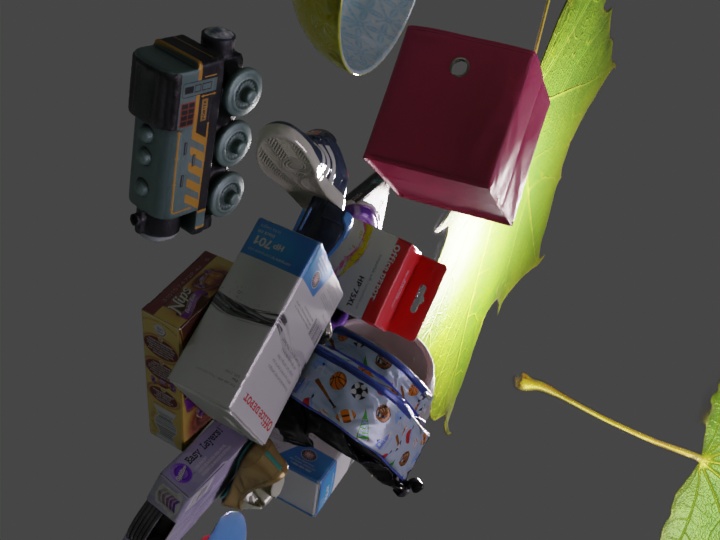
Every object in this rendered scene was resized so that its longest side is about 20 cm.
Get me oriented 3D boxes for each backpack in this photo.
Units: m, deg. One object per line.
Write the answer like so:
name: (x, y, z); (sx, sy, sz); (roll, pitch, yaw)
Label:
backpack: (-0.010, 0.160, 1.187); (0.156, 0.198, 0.190); (-65, 152, -10)

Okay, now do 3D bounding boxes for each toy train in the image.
toy train: (-0.159, -0.120, 0.891); (0.113, 0.085, 0.202); (-25, 139, -46)

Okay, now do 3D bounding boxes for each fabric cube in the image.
fabric cube: (0.143, -0.204, 1.414); (0.202, 0.194, 0.200); (-70, 160, -6)

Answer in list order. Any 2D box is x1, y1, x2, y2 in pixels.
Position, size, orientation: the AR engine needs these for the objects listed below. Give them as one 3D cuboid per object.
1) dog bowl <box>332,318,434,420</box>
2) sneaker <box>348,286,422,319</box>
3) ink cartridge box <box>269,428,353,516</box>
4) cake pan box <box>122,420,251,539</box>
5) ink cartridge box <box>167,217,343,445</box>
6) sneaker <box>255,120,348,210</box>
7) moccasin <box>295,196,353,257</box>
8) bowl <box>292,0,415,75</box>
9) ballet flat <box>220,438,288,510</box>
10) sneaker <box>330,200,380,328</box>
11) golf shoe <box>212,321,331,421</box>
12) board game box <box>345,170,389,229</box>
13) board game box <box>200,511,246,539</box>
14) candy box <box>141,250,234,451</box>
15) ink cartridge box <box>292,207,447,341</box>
dog bowl: (0.016, 0.147, 1.411); (0.200, 0.198, 0.059); (-45, 155, -47)
sneaker: (0.032, 0.045, 1.597); (0.200, 0.074, 0.079); (-46, -173, 27)
ink cartridge box: (-0.074, 0.230, 1.418); (0.200, 0.145, 0.087); (-48, 155, -46)
cake pan box: (-0.200, 0.258, 1.187); (0.200, 0.052, 0.185); (-44, 168, -52)
ink cartridge box: (-0.107, 0.069, 1.072); (0.201, 0.085, 0.147); (-61, 161, -17)
sneaker: (-0.065, -0.140, 1.157); (0.200, 0.074, 0.086); (55, 42, -65)
moccasin: (-0.088, -0.014, 1.214); (0.200, 0.068, 0.081); (-49, -171, 22)
bowl: (-0.017, -0.313, 0.999); (0.201, 0.107, 0.201); (-54, 158, -33)
ballet flat: (-0.132, 0.267, 1.222); (0.069, 0.063, 0.200); (-48, 173, -28)
sneaker: (-0.014, -0.005, 1.387); (0.084, 0.080, 0.202); (-106, -157, -55)
golf shoe: (-0.123, 0.119, 1.287); (0.200, 0.097, 0.078); (-44, 119, 1)
board game box: (-0.007, -0.041, 1.492); (0.135, 0.028, 0.202); (-44, 152, -49)
board game box: (-0.233, 0.440, 1.430); (0.159, 0.039, 0.201); (82, 31, -50)
candy box: (-0.186, 0.093, 1.103); (0.117, 0.056, 0.202); (-48, 153, -43)
ink cartridge box: (0.000, 0.000, 1.284); (0.117, 0.198, 0.067); (-65, 162, -4)
